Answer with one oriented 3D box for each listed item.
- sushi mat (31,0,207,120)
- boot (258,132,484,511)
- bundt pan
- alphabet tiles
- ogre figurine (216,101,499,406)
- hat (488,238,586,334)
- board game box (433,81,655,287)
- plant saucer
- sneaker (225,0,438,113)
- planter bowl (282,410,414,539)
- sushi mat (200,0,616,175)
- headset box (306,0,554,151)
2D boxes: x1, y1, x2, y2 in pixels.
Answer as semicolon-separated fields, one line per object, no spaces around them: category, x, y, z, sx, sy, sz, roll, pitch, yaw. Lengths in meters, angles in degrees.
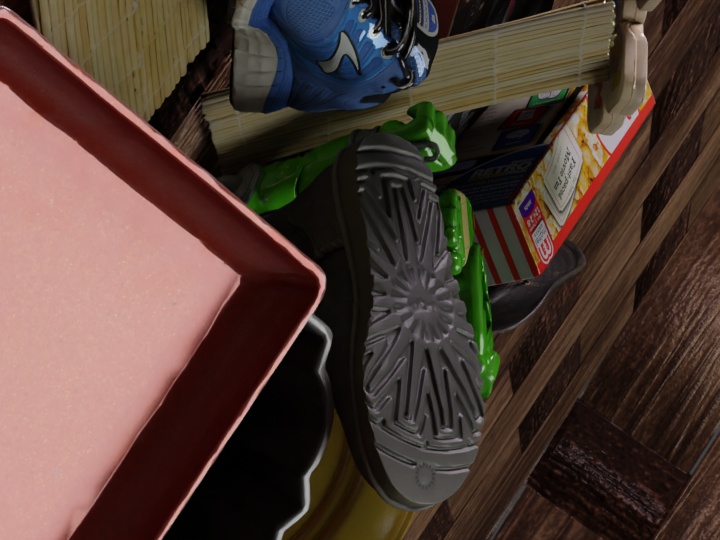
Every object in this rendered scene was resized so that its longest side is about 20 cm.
sushi mat;-0.091;-0.103;0.997;0.096;0.012;0.200;-54;168;-21
boot;-0.036;0.046;1.173;0.200;0.072;0.182;-29;-125;42
bundt pan;-0.111;0.057;1.051;0.202;0.076;0.202;-15;116;-33
alphabet tiles;0.129;-0.173;1.307;0.196;0.015;0.201;125;-32;-80
ogre figurine;0.000;0.000;1.290;0.200;0.120;0.098;62;26;-66
hat;0.033;-0.017;1.530;0.201;0.200;0.081;-41;120;-54
board game box;0.058;-0.053;1.420;0.200;0.151;0.046;-52;125;-51
plant saucer;-0.132;0.033;0.952;0.200;0.037;0.200;40;80;-40
sneaker;-0.009;-0.121;1.092;0.200;0.089;0.079;93;3;-74
planter bowl;-0.066;0.115;1.424;0.083;0.200;0.201;46;71;-33
sushi mat;0.025;-0.087;1.232;0.200;0.012;0.096;-13;161;1
headset box;0.046;-0.151;1.314;0.149;0.075;0.200;-49;166;-33
